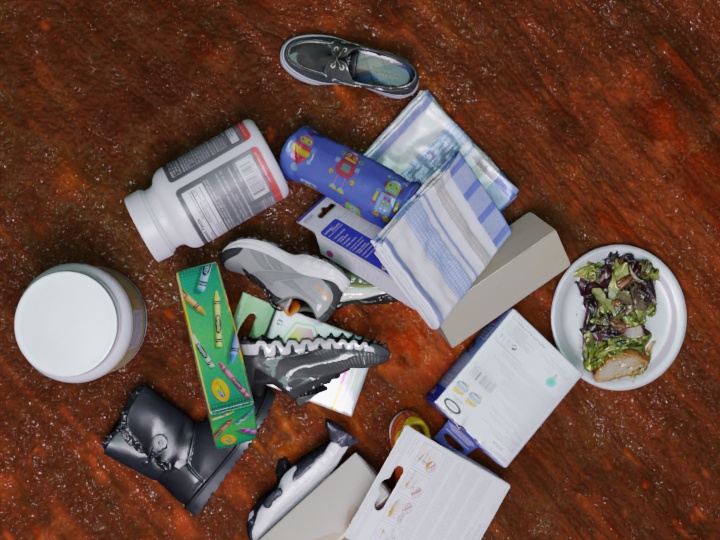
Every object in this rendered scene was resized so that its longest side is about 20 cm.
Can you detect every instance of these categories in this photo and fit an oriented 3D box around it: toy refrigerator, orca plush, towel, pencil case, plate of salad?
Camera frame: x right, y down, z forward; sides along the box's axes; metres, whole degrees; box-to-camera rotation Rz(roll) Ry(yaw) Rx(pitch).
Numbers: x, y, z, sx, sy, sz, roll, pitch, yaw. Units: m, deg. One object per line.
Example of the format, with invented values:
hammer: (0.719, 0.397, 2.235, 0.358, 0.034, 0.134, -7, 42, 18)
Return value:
toy refrigerator: (0.180, 0.013, 1.381, 0.198, 0.076, 0.071, -35, 120, -5)
orca plush: (-0.094, 0.272, 1.362, 0.071, 0.104, 0.202, 45, 113, 35)
towel: (0.110, -0.041, 1.308, 0.200, 0.024, 0.148, -48, 111, -29)
towel: (0.107, -0.130, 1.405, 0.147, 0.024, 0.200, -44, 92, -3)
pencil case: (-0.014, -0.120, 1.354, 0.198, 0.087, 0.079, 28, 71, 13)
plate of salad: (0.364, 0.066, 1.416, 0.196, 0.048, 0.205, 0, 89, -4)

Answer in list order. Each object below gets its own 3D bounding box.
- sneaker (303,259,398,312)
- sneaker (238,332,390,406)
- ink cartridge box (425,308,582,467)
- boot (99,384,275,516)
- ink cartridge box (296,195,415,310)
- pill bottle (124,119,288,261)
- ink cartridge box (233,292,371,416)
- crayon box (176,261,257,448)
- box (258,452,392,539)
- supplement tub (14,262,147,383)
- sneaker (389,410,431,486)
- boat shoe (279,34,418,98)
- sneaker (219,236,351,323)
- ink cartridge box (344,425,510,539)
sneaker: (0.000, 0.000, 1.381, 0.196, 0.077, 0.090, -7, 79, -8)
sneaker: (-0.059, 0.128, 1.314, 0.196, 0.066, 0.093, -1, 91, 0)
ink cartridge box: (0.184, 0.169, 1.385, 0.136, 0.076, 0.201, 42, 84, -3)
boot: (-0.230, 0.202, 1.350, 0.167, 0.076, 0.201, 37, 92, -6)
ink cartridge box: (0.018, -0.032, 1.357, 0.198, 0.037, 0.095, 32, 48, 15)
pill bottle: (-0.203, -0.103, 1.341, 0.198, 0.116, 0.117, -29, 91, -4)
ink cartridge box: (-0.086, 0.112, 1.373, 0.197, 0.059, 0.106, 21, 87, -4)
crayon box: (-0.183, 0.109, 1.296, 0.057, 0.119, 0.203, -13, 63, -11)
box: (-0.047, 0.344, 1.344, 0.199, 0.095, 0.078, -42, 63, -3)
supplement tub: (-0.351, 0.065, 1.283, 0.141, 0.200, 0.148, 0, 89, -4)
sneaker: (0.078, 0.293, 1.373, 0.072, 0.077, 0.204, -16, 95, -6)
boat shoe: (-0.013, -0.284, 1.390, 0.196, 0.057, 0.070, 11, 88, -4)
sneaker: (-0.109, 0.012, 1.329, 0.197, 0.074, 0.080, 16, 75, 30)
ink cartridge box: (0.082, 0.305, 1.319, 0.199, 0.050, 0.164, 33, 86, -26)
